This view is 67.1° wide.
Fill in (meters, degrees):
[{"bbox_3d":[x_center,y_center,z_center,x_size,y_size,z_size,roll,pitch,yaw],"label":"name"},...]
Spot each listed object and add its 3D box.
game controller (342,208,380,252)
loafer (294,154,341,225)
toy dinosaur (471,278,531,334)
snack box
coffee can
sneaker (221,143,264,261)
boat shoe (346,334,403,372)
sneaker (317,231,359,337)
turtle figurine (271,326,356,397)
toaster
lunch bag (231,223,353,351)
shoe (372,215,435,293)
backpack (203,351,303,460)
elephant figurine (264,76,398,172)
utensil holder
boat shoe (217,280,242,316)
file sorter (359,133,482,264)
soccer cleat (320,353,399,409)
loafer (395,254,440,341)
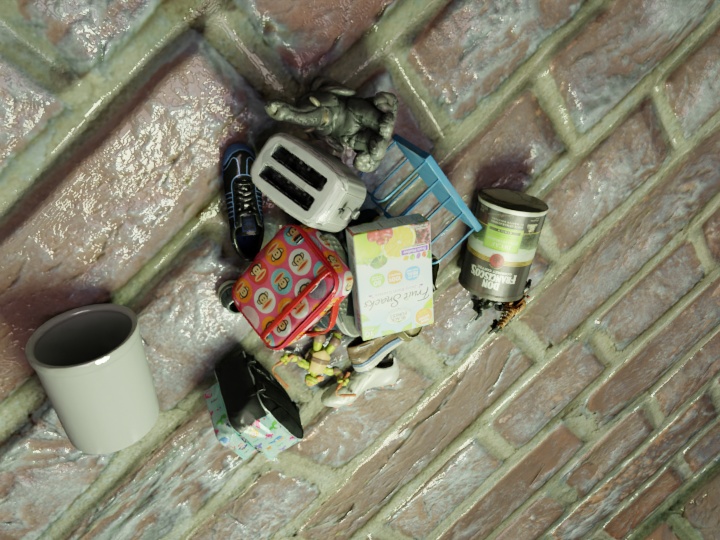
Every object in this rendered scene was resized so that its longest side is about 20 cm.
[{"bbox_3d":[0.024,-0.014,1.035,0.104,0.042,0.201,-33,112,-53],"label":"game controller"},{"bbox_3d":[-0.079,-0.115,0.993,0.070,0.068,0.202,6,111,-17],"label":"loafer"},{"bbox_3d":[0.330,0.073,1.242,0.136,0.103,0.199,-41,163,33],"label":"toy dinosaur"},{"bbox_3d":[0.055,0.011,0.963,0.141,0.053,0.201,-11,114,-14],"label":"snack box"},{"bbox_3d":[0.300,-0.056,1.156,0.145,0.146,0.201,-3,118,-23],"label":"coffee can"},{"bbox_3d":[-0.196,-0.112,0.935,0.070,0.078,0.201,-11,121,-19],"label":"sneaker"},{"bbox_3d":[0.051,0.128,1.165,0.200,0.072,0.073,-43,120,-28],"label":"boat shoe"},{"bbox_3d":[-0.075,0.025,1.041,0.077,0.146,0.204,-25,107,-31],"label":"sneaker"},{"bbox_3d":[-0.077,0.186,1.162,0.199,0.064,0.162,22,96,-17],"label":"turtle figurine"},{"bbox_3d":[-0.090,-0.147,0.877,0.200,0.129,0.114,38,100,6],"label":"toaster"},{"bbox_3d":[-0.112,0.038,0.936,0.200,0.176,0.082,-45,166,23],"label":"lunch bag"},{"bbox_3d":[0.084,-0.023,1.038,0.201,0.053,0.070,59,41,-29],"label":"shoe"},{"bbox_3d":[-0.207,0.284,1.091,0.150,0.178,0.200,-38,136,3],"label":"backpack"},{"bbox_3d":[-0.045,-0.260,0.903,0.199,0.155,0.143,16,74,-4],"label":"elephant figurine"},{"bbox_3d":[-0.447,0.185,0.932,0.169,0.170,0.201,-13,125,-18],"label":"utensil holder"},{"bbox_3d":[-0.183,0.083,1.058,0.199,0.062,0.073,27,103,-34],"label":"boat shoe"},{"bbox_3d":[0.107,-0.129,1.031,0.123,0.139,0.200,-43,126,4],"label":"file sorter"},{"bbox_3d":[-0.002,0.247,1.236,0.199,0.069,0.078,-17,118,-24],"label":"soccer cleat"},{"bbox_3d":[0.117,0.050,1.136,0.076,0.067,0.202,12,85,-28],"label":"loafer"}]
